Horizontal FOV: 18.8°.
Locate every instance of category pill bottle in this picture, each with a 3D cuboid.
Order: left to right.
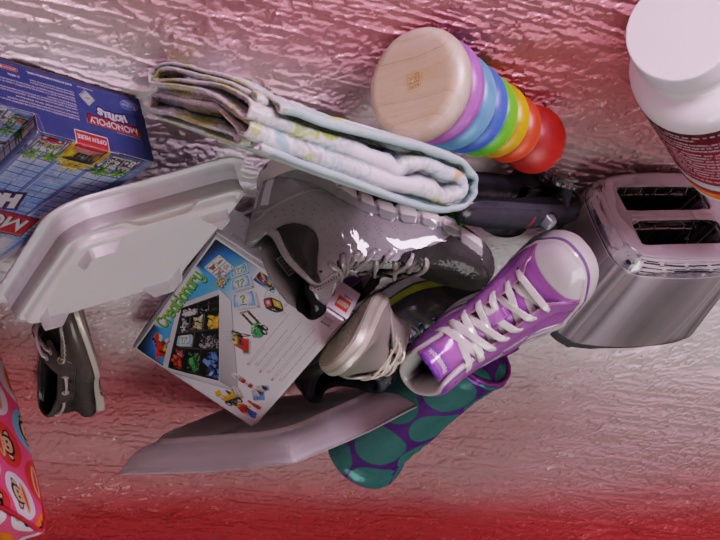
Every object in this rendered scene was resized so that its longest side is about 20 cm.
[{"bbox_3d":[0.271,-0.138,1.652,0.112,0.114,0.200,-24,150,14],"label":"pill bottle"}]

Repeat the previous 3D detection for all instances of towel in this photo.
[{"bbox_3d":[-0.037,-0.094,1.539,0.199,0.171,0.048,19,92,-36],"label":"towel"}]

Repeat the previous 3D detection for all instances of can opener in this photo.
[{"bbox_3d":[0.120,-0.052,1.725,0.079,0.063,0.200,-59,160,15],"label":"can opener"}]

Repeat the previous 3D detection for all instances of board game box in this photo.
[{"bbox_3d":[-0.287,-0.068,1.552,0.199,0.062,0.200,14,139,-42],"label":"board game box"},{"bbox_3d":[-0.097,0.042,1.778,0.126,0.035,0.200,34,141,-6],"label":"board game box"}]

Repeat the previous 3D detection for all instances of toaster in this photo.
[{"bbox_3d":[0.231,-0.010,1.853,0.199,0.114,0.129,0,144,-32],"label":"toaster"}]

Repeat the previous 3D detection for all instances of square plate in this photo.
[{"bbox_3d":[-0.082,0.140,1.919,0.199,0.029,0.198,-7,-174,34],"label":"square plate"}]

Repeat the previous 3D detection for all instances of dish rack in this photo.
[{"bbox_3d":[-0.179,-0.014,1.647,0.171,0.044,0.200,-17,165,-29],"label":"dish rack"}]

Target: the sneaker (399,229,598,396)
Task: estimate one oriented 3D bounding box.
[{"bbox_3d":[0.108,0.047,1.776,0.114,0.073,0.200,-36,176,-45],"label":"sneaker"}]

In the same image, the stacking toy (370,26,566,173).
[{"bbox_3d":[0.096,-0.118,1.644,0.085,0.086,0.199,-32,152,27],"label":"stacking toy"}]

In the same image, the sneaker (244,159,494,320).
[{"bbox_3d":[0.000,0.000,1.668,0.199,0.116,0.075,22,146,-5],"label":"sneaker"}]

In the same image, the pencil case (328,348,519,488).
[{"bbox_3d":[0.054,0.120,2.017,0.092,0.086,0.200,3,145,-41],"label":"pencil case"}]

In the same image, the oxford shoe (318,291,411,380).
[{"bbox_3d":[0.009,0.059,1.739,0.075,0.058,0.200,-46,179,4],"label":"oxford shoe"}]

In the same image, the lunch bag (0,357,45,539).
[{"bbox_3d":[-0.319,0.126,1.731,0.082,0.201,0.176,-28,149,12],"label":"lunch bag"}]

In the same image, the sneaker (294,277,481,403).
[{"bbox_3d":[0.026,0.063,1.910,0.199,0.081,0.074,-19,151,5],"label":"sneaker"}]

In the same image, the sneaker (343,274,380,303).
[{"bbox_3d":[-0.024,0.020,1.824,0.087,0.076,0.200,-11,154,-26],"label":"sneaker"}]

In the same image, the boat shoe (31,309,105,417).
[{"bbox_3d":[-0.250,0.075,1.811,0.057,0.067,0.200,-16,155,-9],"label":"boat shoe"}]

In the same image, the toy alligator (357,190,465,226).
[{"bbox_3d":[0.025,-0.059,1.727,0.199,0.055,0.059,10,142,-38],"label":"toy alligator"}]
